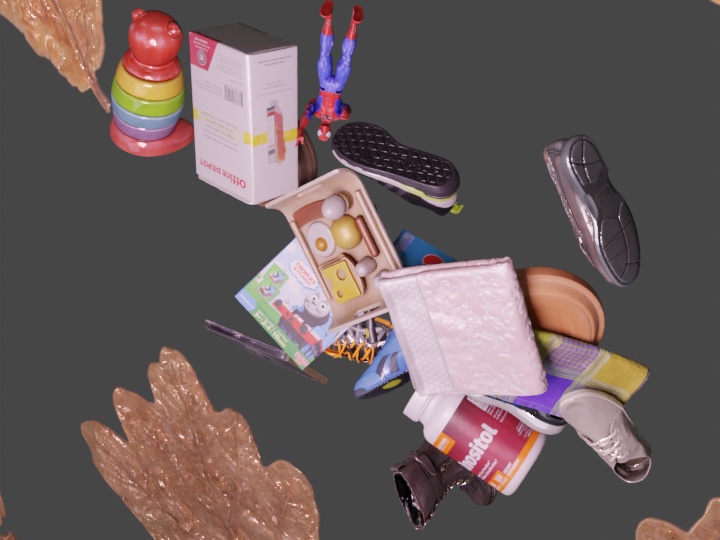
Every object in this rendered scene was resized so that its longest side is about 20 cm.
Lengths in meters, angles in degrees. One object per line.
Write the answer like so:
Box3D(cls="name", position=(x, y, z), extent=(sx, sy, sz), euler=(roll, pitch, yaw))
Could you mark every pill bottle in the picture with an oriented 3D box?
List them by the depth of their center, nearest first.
Box3D(cls="pill bottle", position=(0.167, 0.231, 1.810), extent=(0.199, 0.113, 0.114), euler=(33, 138, 7))

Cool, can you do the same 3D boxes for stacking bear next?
Box3D(cls="stacking bear", position=(-0.293, -0.272, 1.724), extent=(0.120, 0.114, 0.202), euler=(27, 132, 13))

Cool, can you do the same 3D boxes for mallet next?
Box3D(cls="mallet", position=(0.000, 0.000, 1.725), extent=(0.066, 0.041, 0.204), euler=(14, 109, 63))

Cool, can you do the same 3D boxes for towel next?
Box3D(cls="towel", position=(0.133, 0.080, 1.596), extent=(0.188, 0.032, 0.202), euler=(-5, 121, 26))
Box3D(cls="towel", position=(0.278, 0.149, 1.656), extent=(0.198, 0.023, 0.144), euler=(20, 131, -19))

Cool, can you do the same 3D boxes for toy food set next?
Box3D(cls="toy food set", position=(-0.033, -0.025, 1.664), extent=(0.142, 0.060, 0.202), euler=(-22, 96, 37))

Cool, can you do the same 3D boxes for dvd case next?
Box3D(cls="dvd case", position=(-0.147, 0.129, 1.939), extent=(0.147, 0.016, 0.200), euler=(20, 171, 23))

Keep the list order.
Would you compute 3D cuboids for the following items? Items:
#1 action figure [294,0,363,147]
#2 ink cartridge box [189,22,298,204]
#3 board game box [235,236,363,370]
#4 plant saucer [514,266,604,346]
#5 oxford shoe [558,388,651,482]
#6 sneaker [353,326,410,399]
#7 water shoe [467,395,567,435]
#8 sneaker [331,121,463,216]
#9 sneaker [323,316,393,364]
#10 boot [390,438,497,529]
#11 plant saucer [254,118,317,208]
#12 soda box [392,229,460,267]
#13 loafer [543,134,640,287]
Box3D(cls="action figure", position=(-0.040, -0.232, 1.576), extent=(0.064, 0.100, 0.202), euler=(10, 137, 0))
Box3D(cls="ink cartridge box", position=(-0.154, -0.209, 1.626), extent=(0.144, 0.083, 0.203), euler=(29, 126, 44))
Box3D(cls="board game box", position=(-0.065, 0.026, 1.794), extent=(0.200, 0.037, 0.151), euler=(-42, 94, 20))
Box3D(cls="plant saucer", position=(0.226, 0.080, 1.631), extent=(0.197, 0.033, 0.202), euler=(-1, 133, -1))
Box3D(cls="oxford shoe", position=(0.341, 0.227, 1.678), extent=(0.075, 0.058, 0.200), euler=(-27, 128, 28))
Box3D(cls="sneaker", position=(0.061, 0.117, 1.799), extent=(0.199, 0.066, 0.079), euler=(-38, 68, 26))
Box3D(cls="water shoe", position=(0.215, 0.156, 1.759), extent=(0.198, 0.072, 0.080), euler=(27, 119, 5))
Box3D(cls="sneaker", position=(0.045, -0.124, 1.627), extent=(0.198, 0.072, 0.083), euler=(29, 153, 23))
Box3D(cls="sneaker", position=(-0.015, 0.105, 1.863), extent=(0.198, 0.077, 0.079), euler=(24, 134, 15))
Box3D(cls="boot", position=(0.122, 0.330, 1.880), extent=(0.069, 0.174, 0.202), euler=(-11, 118, 41))
Box3D(cls="plant saucer", position=(-0.152, -0.170, 1.764), extent=(0.198, 0.030, 0.202), euler=(20, 135, 21))
Box3D(cls="soda box", position=(0.122, 0.030, 1.708), extent=(0.198, 0.064, 0.068), euler=(31, 137, 10))
Box3D(cls="loafer", position=(0.285, -0.074, 1.512), extent=(0.063, 0.071, 0.202), euler=(4, 123, 58))
